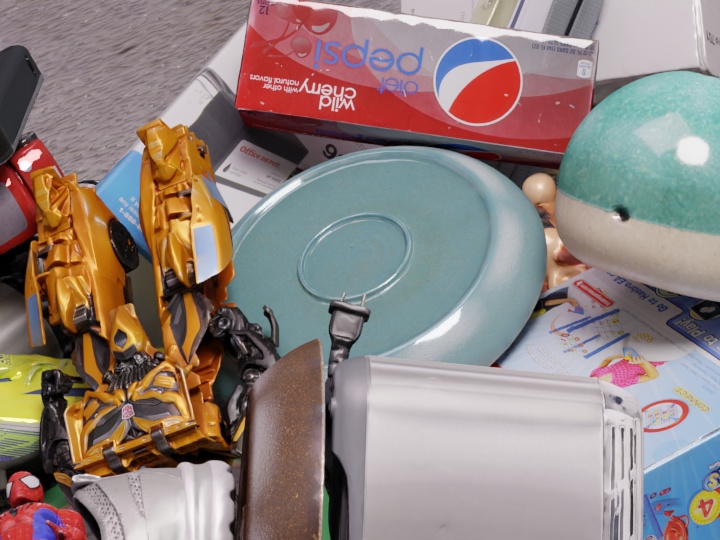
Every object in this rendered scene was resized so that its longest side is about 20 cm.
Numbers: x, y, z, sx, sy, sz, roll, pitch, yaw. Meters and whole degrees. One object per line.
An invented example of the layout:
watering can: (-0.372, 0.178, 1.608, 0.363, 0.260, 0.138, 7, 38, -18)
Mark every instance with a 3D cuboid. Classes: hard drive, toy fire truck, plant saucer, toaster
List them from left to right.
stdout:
hard drive: (-0.256, -0.069, 1.233, 0.139, 0.033, 0.200, -28, 16, 5)
toy fire truck: (-0.258, -0.022, 1.245, 0.141, 0.049, 0.200, -37, 18, -22)
plant saucer: (-0.037, 0.128, 0.909, 0.032, 0.202, 0.201, 5, 25, -4)
plant saucer: (0.000, 0.000, 1.138, 0.198, 0.028, 0.201, -13, 44, 13)
toaster: (0.045, 0.113, 0.882, 0.128, 0.202, 0.114, 3, -8, -5)

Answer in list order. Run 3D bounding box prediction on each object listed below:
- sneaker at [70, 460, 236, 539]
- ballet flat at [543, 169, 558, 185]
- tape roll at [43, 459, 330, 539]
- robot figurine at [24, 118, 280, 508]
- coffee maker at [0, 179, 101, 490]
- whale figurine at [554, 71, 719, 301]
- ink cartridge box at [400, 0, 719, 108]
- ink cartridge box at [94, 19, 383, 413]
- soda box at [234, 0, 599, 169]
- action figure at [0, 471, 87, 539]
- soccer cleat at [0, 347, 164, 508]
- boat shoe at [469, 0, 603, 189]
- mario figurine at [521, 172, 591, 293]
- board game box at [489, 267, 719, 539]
sneaker: (-0.099, 0.178, 0.923, 0.081, 0.075, 0.202, 4, 57, -4)
ballet flat: (0.090, -0.062, 1.348, 0.199, 0.073, 0.072, -14, 25, 14)
tape roll: (-0.106, 0.156, 1.081, 0.199, 0.048, 0.201, -17, 25, 8)
robot figurine: (-0.115, 0.029, 1.106, 0.144, 0.058, 0.202, -22, 59, 18)
coffee maker: (-0.233, 0.043, 1.304, 0.191, 0.136, 0.200, 2, 32, 41)
whale figurine: (0.185, -0.049, 1.084, 0.158, 0.105, 0.199, 18, 17, 37)
ink cartridge box: (0.145, -0.139, 1.369, 0.198, 0.087, 0.146, -9, -10, 26)
ink cartridge box: (-0.068, -0.041, 1.274, 0.200, 0.145, 0.084, -53, 8, -36)
soda box: (0.032, -0.105, 1.210, 0.198, 0.071, 0.063, 9, -5, 3)
action figure: (-0.161, 0.151, 1.025, 0.065, 0.052, 0.200, -25, 22, 2)
soccer cleat: (-0.171, 0.071, 1.167, 0.199, 0.084, 0.065, -22, -16, -26)
boat shoe: (0.084, -0.107, 1.286, 0.062, 0.072, 0.201, 28, 94, 42)
mario figurine: (0.070, -0.010, 1.207, 0.199, 0.106, 0.124, -22, 46, 9)
board game box: (0.118, 0.075, 1.064, 0.195, 0.056, 0.200, -26, 25, -12)
